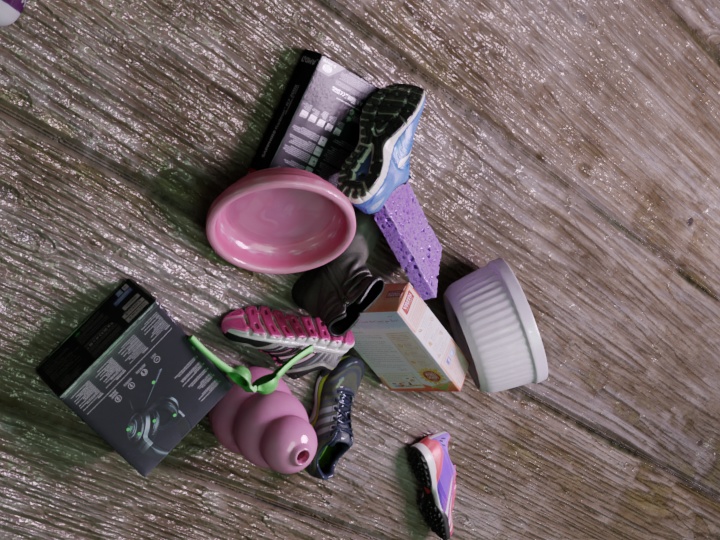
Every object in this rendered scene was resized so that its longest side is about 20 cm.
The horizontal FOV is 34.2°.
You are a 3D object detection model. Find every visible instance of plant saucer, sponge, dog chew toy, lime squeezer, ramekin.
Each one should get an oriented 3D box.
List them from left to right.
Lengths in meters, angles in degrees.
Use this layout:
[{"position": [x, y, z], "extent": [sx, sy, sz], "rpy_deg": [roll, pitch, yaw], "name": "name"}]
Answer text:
[{"position": [-0.144, 0.129, 1.564], "extent": [0.199, 0.038, 0.071], "rpy_deg": [8, 98, -38], "name": "lime squeezer"}, {"position": [-0.128, 0.213, 1.618], "extent": [0.124, 0.200, 0.126], "rpy_deg": [-13, 115, -30], "name": "dog chew toy"}, {"position": [-0.106, -0.071, 1.560], "extent": [0.199, 0.051, 0.201], "rpy_deg": [-4, 146, -3], "name": "plant saucer"}, {"position": [0.065, -0.066, 1.707], "extent": [0.112, 0.030, 0.201], "rpy_deg": [-77, 146, -47], "name": "sponge"}, {"position": [0.203, 0.092, 1.804], "extent": [0.104, 0.201, 0.201], "rpy_deg": [-21, 121, -2], "name": "ramekin"}]

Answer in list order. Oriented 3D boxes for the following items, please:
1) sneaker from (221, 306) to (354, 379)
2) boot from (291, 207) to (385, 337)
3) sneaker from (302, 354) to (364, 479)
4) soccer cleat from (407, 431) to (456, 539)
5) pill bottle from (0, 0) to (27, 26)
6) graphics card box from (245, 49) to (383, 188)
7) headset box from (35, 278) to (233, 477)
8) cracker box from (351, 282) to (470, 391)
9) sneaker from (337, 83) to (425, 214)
[{"position": [-0.109, 0.110, 1.669], "extent": [0.198, 0.074, 0.088], "rpy_deg": [10, 120, -27], "name": "sneaker"}, {"position": [0.000, 0.000, 1.665], "extent": [0.200, 0.130, 0.068], "rpy_deg": [-52, 128, -6], "name": "boot"}, {"position": [-0.034, 0.224, 1.762], "extent": [0.073, 0.081, 0.202], "rpy_deg": [13, 101, -37], "name": "sneaker"}, {"position": [0.134, 0.360, 1.945], "extent": [0.073, 0.068, 0.201], "rpy_deg": [-29, 120, -27], "name": "soccer cleat"}, {"position": [-0.400, -0.337, 1.267], "extent": [0.112, 0.112, 0.201], "rpy_deg": [29, 91, -38], "name": "pill bottle"}, {"position": [-0.062, -0.184, 1.600], "extent": [0.125, 0.051, 0.201], "rpy_deg": [22, 96, -39], "name": "graphics card box"}, {"position": [-0.290, 0.146, 1.547], "extent": [0.174, 0.093, 0.200], "rpy_deg": [-46, 127, -11], "name": "headset box"}, {"position": [0.058, 0.102, 1.739], "extent": [0.200, 0.133, 0.058], "rpy_deg": [51, 50, -37], "name": "cracker box"}, {"position": [0.034, -0.166, 1.598], "extent": [0.201, 0.078, 0.089], "rpy_deg": [-63, 153, -17], "name": "sneaker"}]
